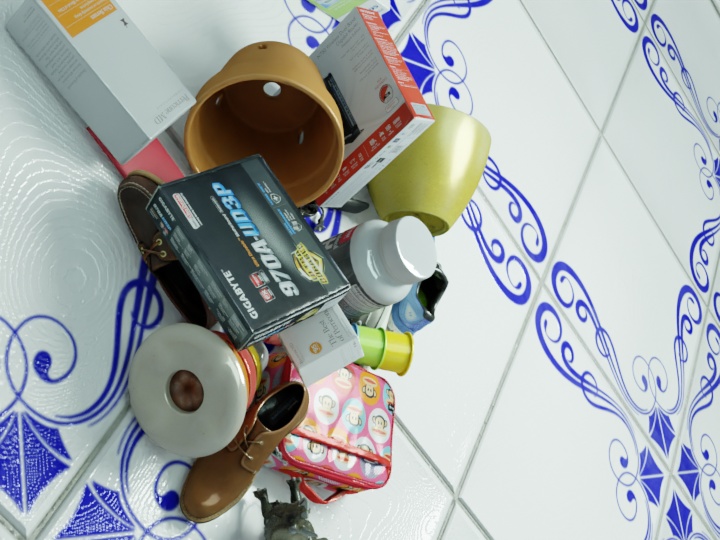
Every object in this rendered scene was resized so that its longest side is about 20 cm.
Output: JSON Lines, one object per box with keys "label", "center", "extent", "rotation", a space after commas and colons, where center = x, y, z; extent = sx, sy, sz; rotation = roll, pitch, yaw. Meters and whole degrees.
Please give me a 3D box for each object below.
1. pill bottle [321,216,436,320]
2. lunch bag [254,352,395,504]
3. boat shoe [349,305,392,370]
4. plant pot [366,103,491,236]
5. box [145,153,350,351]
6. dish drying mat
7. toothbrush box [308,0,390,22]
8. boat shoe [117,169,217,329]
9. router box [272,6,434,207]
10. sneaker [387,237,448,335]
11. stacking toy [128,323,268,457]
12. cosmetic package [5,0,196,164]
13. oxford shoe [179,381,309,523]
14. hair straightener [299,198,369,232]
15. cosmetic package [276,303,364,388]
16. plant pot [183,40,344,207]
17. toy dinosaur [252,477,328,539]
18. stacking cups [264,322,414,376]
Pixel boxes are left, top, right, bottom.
{"label": "pill bottle", "center": [0.000, 0.000, 1.385], "extent": [0.110, 0.198, 0.112], "rotation": [24, 56, -41]}
{"label": "lunch bag", "center": [-0.046, 0.203, 1.347], "extent": [0.199, 0.081, 0.179], "rotation": [25, 60, -38]}
{"label": "boat shoe", "center": [0.013, 0.057, 1.487], "extent": [0.059, 0.072, 0.204], "rotation": [20, 65, 5]}
{"label": "plant pot", "center": [0.087, -0.133, 1.557], "extent": [0.199, 0.198, 0.144], "rotation": [25, 65, -41]}
{"label": "box", "center": [-0.125, -0.025, 1.208], "extent": [0.158, 0.046, 0.201], "rotation": [-23, 74, -43]}
{"label": "dish drying mat", "center": [-0.246, -0.108, 1.286], "extent": [0.201, 0.018, 0.077], "rotation": [56, 40, -18]}
{"label": "toothbrush box", "center": [-0.048, -0.484, 1.620], "extent": [0.199, 0.085, 0.148], "rotation": [22, 58, -42]}
{"label": "boat shoe", "center": [-0.218, -0.021, 1.240], "extent": [0.201, 0.070, 0.071], "rotation": [55, 37, -18]}
{"label": "router box", "center": [-0.017, -0.214, 1.426], "extent": [0.048, 0.200, 0.181], "rotation": [-3, 60, -49]}
{"label": "sneaker", "center": [0.096, 0.005, 1.583], "extent": [0.078, 0.088, 0.202], "rotation": [34, 49, -36]}
{"label": "stacking toy", "center": [-0.162, 0.121, 1.233], "extent": [0.148, 0.144, 0.200], "rotation": [70, 21, 0]}
{"label": "cosmetic package", "center": [-0.295, -0.235, 1.221], "extent": [0.201, 0.071, 0.102], "rotation": [51, 43, -12]}
{"label": "oxford shoe", "center": [-0.132, 0.198, 1.210], "extent": [0.071, 0.071, 0.200], "rotation": [39, 69, 5]}
{"label": "hair straightener", "center": [-0.060, -0.095, 1.479], "extent": [0.198, 0.041, 0.078], "rotation": [4, 71, -49]}
{"label": "cosmetic package", "center": [-0.078, 0.038, 1.295], "extent": [0.201, 0.082, 0.051], "rotation": [56, -8, 33]}
{"label": "plant pot", "center": [-0.116, -0.196, 1.354], "extent": [0.200, 0.199, 0.141], "rotation": [42, 31, -29]}
{"label": "toy dinosaur", "center": [-0.080, 0.312, 1.253], "extent": [0.201, 0.076, 0.103], "rotation": [80, -1, -50]}
{"label": "stacking cups", "center": [-0.032, 0.094, 1.382], "extent": [0.197, 0.061, 0.061], "rotation": [10, 64, -18]}
